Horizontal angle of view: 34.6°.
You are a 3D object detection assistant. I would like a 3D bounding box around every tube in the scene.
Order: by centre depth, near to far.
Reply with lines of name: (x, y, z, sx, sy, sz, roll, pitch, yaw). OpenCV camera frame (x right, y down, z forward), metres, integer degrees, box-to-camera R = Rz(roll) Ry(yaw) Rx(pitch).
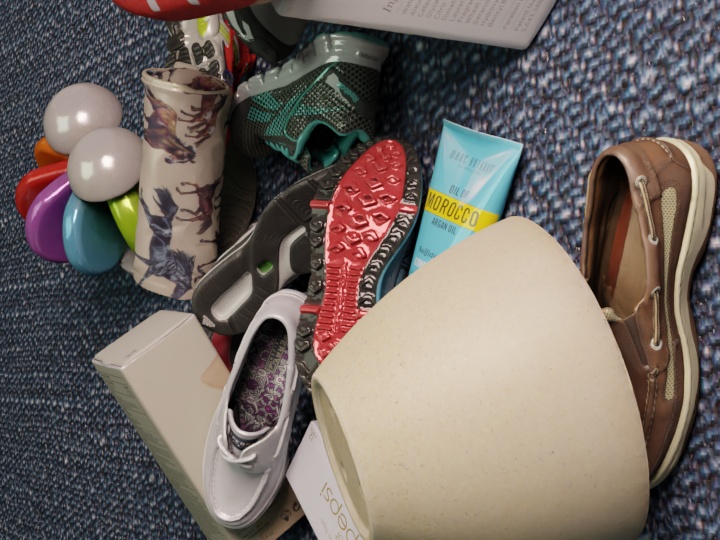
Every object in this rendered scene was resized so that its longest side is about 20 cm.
tube: (0.061, 0.000, 0.815, 0.077, 0.050, 0.202, 24, 106, 41)

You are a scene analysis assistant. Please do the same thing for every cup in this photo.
cup: (0.054, 0.085, 0.667, 0.200, 0.142, 0.202, 163, 90, -78)

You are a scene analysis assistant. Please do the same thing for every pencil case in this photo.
pencil case: (-0.151, -0.072, 0.981, 0.090, 0.077, 0.202, -69, -13, -67)

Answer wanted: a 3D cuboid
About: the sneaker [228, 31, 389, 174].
sneaker: (-0.050, -0.118, 0.940, 0.199, 0.077, 0.092, -24, 63, 55)

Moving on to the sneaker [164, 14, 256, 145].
sneaker: (-0.128, -0.187, 1.054, 0.076, 0.085, 0.202, -11, 73, 35)

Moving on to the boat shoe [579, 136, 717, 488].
boat shoe: (0.146, 0.026, 0.657, 0.074, 0.074, 0.205, 10, 98, 55)

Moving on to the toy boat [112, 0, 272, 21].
toy boat: (-0.119, -0.212, 0.649, 0.199, 0.130, 0.132, 9, 100, 57)

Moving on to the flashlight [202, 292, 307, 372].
flashlight: (-0.067, 0.061, 0.989, 0.199, 0.067, 0.069, -11, 77, 51)

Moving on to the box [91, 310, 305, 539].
box: (-0.134, 0.138, 0.979, 0.095, 0.078, 0.201, 4, 126, 62)

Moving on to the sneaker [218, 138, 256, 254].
sneaker: (-0.155, -0.096, 1.118, 0.106, 0.074, 0.202, 138, 130, -56)

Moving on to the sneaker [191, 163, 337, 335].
sneaker: (-0.054, -0.039, 0.953, 0.200, 0.076, 0.116, -37, 17, 20)

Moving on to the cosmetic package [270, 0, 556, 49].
cosmetic package: (0.033, -0.260, 0.716, 0.166, 0.198, 0.166, -59, 46, 37)

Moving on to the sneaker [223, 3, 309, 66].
sneaker: (-0.053, -0.247, 0.907, 0.079, 0.074, 0.202, -23, 43, 43)

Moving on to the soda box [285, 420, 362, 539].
soda box: (0.020, 0.201, 0.850, 0.201, 0.068, 0.064, 56, 133, 40)

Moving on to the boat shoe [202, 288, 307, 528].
boat shoe: (-0.080, 0.114, 0.882, 0.072, 0.068, 0.201, 27, 107, 9)

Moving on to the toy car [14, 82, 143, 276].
toy car: (-0.272, -0.072, 1.167, 0.200, 0.149, 0.176, 53, 170, 41)

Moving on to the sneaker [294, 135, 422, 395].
sneaker: (0.000, 0.000, 0.865, 0.079, 0.096, 0.202, 14, 85, 13)
